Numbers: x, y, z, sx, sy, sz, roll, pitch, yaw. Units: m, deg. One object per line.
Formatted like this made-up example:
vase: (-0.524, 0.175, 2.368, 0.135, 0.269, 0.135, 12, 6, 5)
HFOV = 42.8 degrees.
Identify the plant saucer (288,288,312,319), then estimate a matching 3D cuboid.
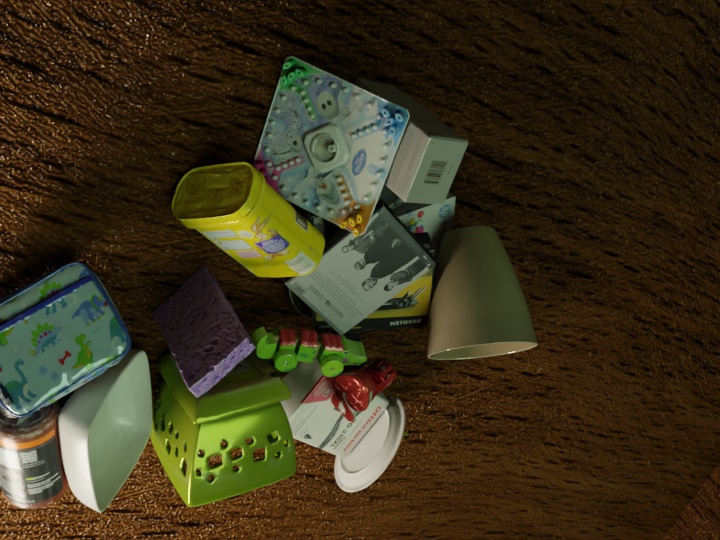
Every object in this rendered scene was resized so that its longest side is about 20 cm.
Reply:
plant saucer: (-0.040, -0.007, 1.563, 0.197, 0.032, 0.203, -21, 132, -25)

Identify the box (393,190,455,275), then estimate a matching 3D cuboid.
box: (0.068, -0.041, 1.568, 0.197, 0.041, 0.158, -21, 132, -24)

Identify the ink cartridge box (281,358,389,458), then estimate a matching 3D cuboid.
ink cartridge box: (-0.061, 0.247, 1.700, 0.145, 0.084, 0.199, -50, 136, 7)

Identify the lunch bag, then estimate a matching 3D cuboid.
lunch bag: (-0.430, 0.092, 1.263, 0.198, 0.082, 0.163, -29, 92, -16)

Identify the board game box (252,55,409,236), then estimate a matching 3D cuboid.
board game box: (-0.052, -0.176, 1.327, 0.203, 0.197, 0.026, -68, 172, 24)

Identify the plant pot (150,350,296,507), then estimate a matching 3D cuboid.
plant pot: (-0.223, 0.229, 1.491, 0.197, 0.199, 0.185, -10, 122, -30)

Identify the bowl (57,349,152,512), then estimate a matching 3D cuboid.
bowl: (-0.392, 0.234, 1.401, 0.201, 0.073, 0.203, -63, 163, -53)

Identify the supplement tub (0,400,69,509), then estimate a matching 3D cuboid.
supplement tub: (-0.492, 0.249, 1.363, 0.105, 0.107, 0.203, -14, 129, -27)

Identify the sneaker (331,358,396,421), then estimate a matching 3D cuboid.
sneaker: (0.011, 0.182, 1.569, 0.115, 0.078, 0.200, -44, 176, -21)

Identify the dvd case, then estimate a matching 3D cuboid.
dvd case: (0.000, 0.000, 1.435, 0.199, 0.025, 0.150, -36, 126, 14)

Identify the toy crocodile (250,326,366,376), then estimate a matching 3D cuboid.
toy crocodile: (-0.082, 0.123, 1.482, 0.196, 0.068, 0.062, 8, 130, -19)

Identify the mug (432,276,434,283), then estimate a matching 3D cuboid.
mug: (0.179, 0.047, 1.700, 0.112, 0.188, 0.153, -11, 155, -27)

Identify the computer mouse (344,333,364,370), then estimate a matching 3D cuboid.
computer mouse: (-0.034, 0.106, 1.619, 0.057, 0.034, 0.202, -16, 133, 2)

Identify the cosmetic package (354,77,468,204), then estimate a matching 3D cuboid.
cosmetic package: (0.056, -0.194, 1.370, 0.084, 0.200, 0.109, 0, 124, -38)

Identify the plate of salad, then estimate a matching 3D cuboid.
plate of salad: (0.023, 0.332, 1.748, 0.048, 0.200, 0.201, 35, 99, -25)

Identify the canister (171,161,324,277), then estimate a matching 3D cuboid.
canister: (-0.159, -0.068, 1.349, 0.200, 0.146, 0.088, 42, 54, -50)

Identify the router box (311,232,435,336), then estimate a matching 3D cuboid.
router box: (0.018, 0.024, 1.507, 0.195, 0.053, 0.160, -6, 128, -10)

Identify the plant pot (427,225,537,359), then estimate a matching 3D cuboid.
plant pot: (0.194, 0.035, 1.541, 0.185, 0.186, 0.205, 5, 75, -39)

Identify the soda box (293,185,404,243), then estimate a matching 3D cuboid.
soda box: (-0.007, -0.118, 1.474, 0.197, 0.071, 0.064, -27, 136, -17)

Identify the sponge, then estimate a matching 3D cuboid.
sponge: (-0.237, 0.086, 1.365, 0.111, 0.200, 0.030, -40, 133, 0)
